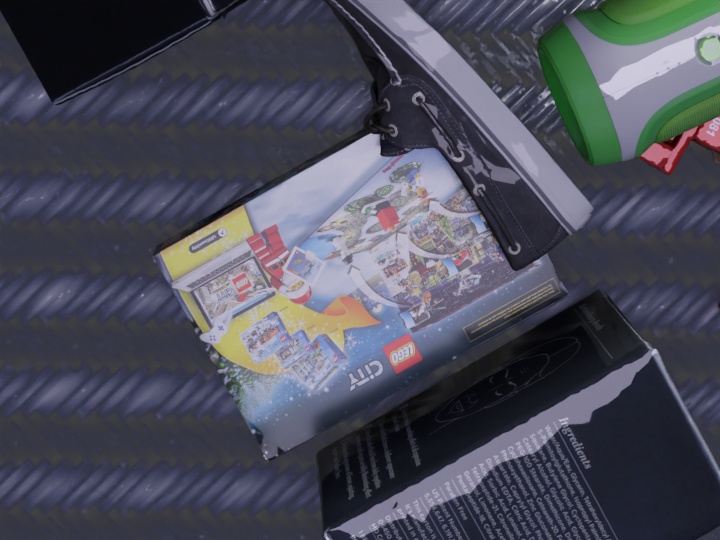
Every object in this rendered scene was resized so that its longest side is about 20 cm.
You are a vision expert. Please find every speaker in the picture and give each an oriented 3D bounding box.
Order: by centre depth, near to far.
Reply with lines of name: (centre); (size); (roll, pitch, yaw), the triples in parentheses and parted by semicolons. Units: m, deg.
speaker: (0.196, -0.128, 0.977); (0.198, 0.088, 0.089); (-24, 101, 2)

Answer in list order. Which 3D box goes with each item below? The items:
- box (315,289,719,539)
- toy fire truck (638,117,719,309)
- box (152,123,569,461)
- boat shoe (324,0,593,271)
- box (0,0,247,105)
box: (0.085, 0.117, 1.035); (0.199, 0.149, 0.108); (-30, 101, 4)
toy fire truck: (0.224, -0.080, 1.055); (0.140, 0.049, 0.201); (27, 97, -7)
box: (0.000, 0.000, 1.065); (0.199, 0.038, 0.138); (-28, 100, 3)
boat shoe: (0.038, -0.081, 1.004); (0.066, 0.070, 0.200); (-43, 104, 3)
box: (-0.108, -0.221, 0.925); (0.123, 0.196, 0.201); (-21, 103, 37)
